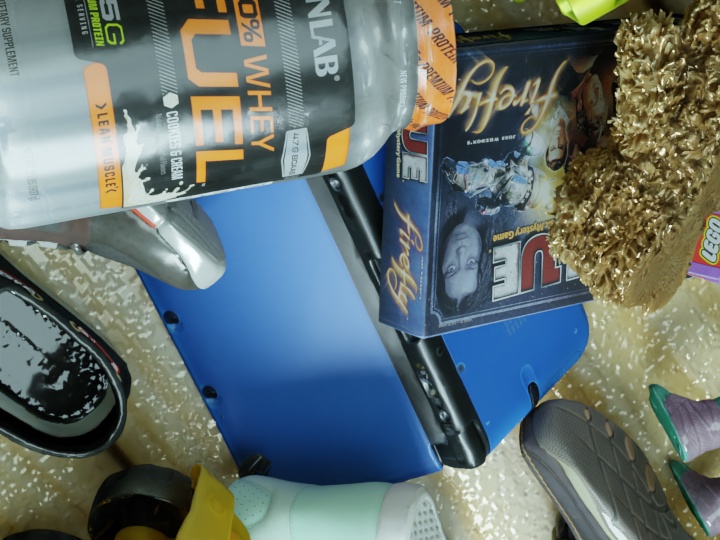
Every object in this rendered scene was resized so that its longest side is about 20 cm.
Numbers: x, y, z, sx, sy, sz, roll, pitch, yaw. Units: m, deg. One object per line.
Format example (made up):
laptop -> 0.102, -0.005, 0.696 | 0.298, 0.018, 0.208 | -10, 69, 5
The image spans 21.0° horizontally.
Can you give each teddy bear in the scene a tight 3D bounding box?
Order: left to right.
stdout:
teddy bear -> 0.157, -0.079, 0.902 | 0.144, 0.067, 0.201 | -9, 131, -49

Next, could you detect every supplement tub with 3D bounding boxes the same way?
supplement tub -> -0.067, -0.092, 0.809 | 0.198, 0.123, 0.124 | -11, 108, -11

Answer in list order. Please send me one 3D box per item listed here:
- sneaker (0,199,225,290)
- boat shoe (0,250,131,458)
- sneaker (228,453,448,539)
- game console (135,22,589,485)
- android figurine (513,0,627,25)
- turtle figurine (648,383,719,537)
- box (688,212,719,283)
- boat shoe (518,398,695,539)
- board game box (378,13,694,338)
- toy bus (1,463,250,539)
sneaker -> -0.156, -0.039, 0.900 | 0.199, 0.077, 0.082 | 34, 101, -2
boat shoe -> -0.193, 0.019, 0.916 | 0.201, 0.063, 0.074 | 35, 95, -20
sneaker -> -0.012, 0.162, 0.998 | 0.117, 0.074, 0.201 | 6, 145, 17
game console -> 0.000, 0.000, 0.990 | 0.171, 0.118, 0.201 | -41, 116, -36
android figurine -> 0.100, -0.208, 0.900 | 0.199, 0.041, 0.183 | -25, 74, 13
turtle figurine -> 0.260, 0.063, 1.045 | 0.199, 0.101, 0.151 | -24, 110, -3
box -> 0.245, -0.080, 0.964 | 0.039, 0.136, 0.202 | 13, 91, -57
boat shoe -> 0.136, 0.155, 1.035 | 0.073, 0.075, 0.200 | -27, 114, 26
board game box -> 0.095, -0.051, 0.952 | 0.199, 0.034, 0.137 | -11, 110, -40
toy bus -> -0.092, 0.211, 0.922 | 0.192, 0.136, 0.199 | 41, 127, -22
